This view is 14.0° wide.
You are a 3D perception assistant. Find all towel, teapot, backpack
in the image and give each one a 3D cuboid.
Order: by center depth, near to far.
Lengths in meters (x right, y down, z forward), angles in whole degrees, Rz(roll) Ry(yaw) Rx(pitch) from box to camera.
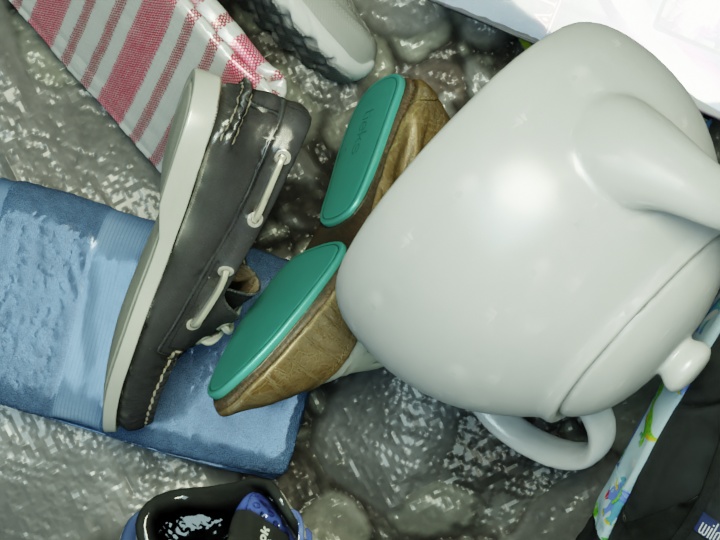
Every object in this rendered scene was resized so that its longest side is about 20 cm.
[{"bbox_3d":[0.094,0.000,1.306,0.146,0.200,0.197,44,102,9],"label":"teapot"},{"bbox_3d":[0.207,0.072,1.361,0.163,0.154,0.200,21,120,9],"label":"backpack"},{"bbox_3d":[-0.114,-0.129,1.409,0.030,0.146,0.200,-39,85,-24],"label":"towel"},{"bbox_3d":[-0.115,0.028,1.451,0.200,0.049,0.112,16,93,9],"label":"towel"}]

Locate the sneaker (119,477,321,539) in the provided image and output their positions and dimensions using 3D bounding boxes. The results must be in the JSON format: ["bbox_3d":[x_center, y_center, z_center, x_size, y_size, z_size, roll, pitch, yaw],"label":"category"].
[{"bbox_3d":[-0.030,0.159,1.395,0.199,0.115,0.081,24,74,7],"label":"sneaker"}]

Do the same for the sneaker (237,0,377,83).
[{"bbox_3d":[-0.040,-0.186,1.426,0.082,0.075,0.200,-31,94,-10],"label":"sneaker"}]

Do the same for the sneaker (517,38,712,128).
[{"bbox_3d":[0.106,-0.144,1.414,0.083,0.071,0.200,-35,84,-12],"label":"sneaker"}]

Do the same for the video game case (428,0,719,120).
[{"bbox_3d":[0.144,-0.156,1.359,0.200,0.019,0.143,23,94,6],"label":"video game case"}]

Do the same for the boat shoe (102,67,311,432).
[{"bbox_3d":[-0.074,-0.002,1.362,0.060,0.074,0.200,14,120,-8],"label":"boat shoe"}]

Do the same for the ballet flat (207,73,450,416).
[{"bbox_3d":[0.000,0.000,1.398,0.072,0.068,0.200,39,60,-22],"label":"ballet flat"}]
